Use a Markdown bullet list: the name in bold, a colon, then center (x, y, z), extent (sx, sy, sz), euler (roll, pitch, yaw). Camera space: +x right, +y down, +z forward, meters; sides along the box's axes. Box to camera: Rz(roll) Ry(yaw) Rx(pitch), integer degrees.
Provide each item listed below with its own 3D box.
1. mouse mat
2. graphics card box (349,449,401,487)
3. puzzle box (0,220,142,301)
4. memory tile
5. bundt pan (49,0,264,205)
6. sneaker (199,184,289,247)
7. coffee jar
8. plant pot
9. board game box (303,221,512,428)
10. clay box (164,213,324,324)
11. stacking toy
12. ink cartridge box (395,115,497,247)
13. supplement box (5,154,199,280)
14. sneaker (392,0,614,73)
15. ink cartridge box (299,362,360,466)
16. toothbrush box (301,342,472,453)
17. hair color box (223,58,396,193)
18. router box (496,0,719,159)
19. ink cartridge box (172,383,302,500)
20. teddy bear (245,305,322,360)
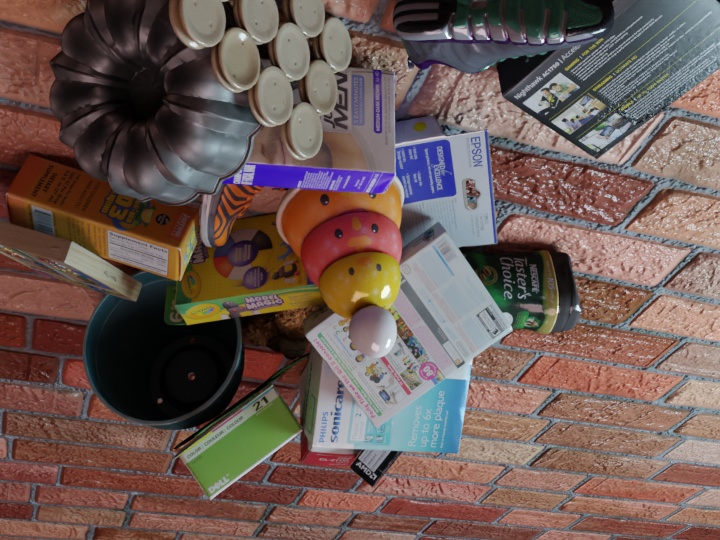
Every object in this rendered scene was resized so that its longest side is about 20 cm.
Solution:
- **mouse mat**: center (-0.154, 0.171, 1.181), extent (0.199, 0.008, 0.161), euler (-37, 177, -1)
- **graphics card box**: center (0.071, 0.218, 1.305), extent (0.201, 0.051, 0.125), euler (-54, 172, 8)
- **puzzle box**: center (-0.347, -0.012, 1.007), extent (0.131, 0.026, 0.200), euler (15, 169, 12)
- **memory tile**: center (-0.077, -0.204, 0.758), extent (0.017, 0.155, 0.200), euler (-1, 150, 33)
- **bundt pan**: center (-0.185, -0.156, 0.767), extent (0.199, 0.205, 0.076), euler (-15, -178, 16)
- **sneaker**: center (-0.117, -0.091, 0.967), extent (0.110, 0.078, 0.201), euler (6, 143, -11)
- **coffee jar**: center (0.181, 0.027, 1.133), extent (0.197, 0.105, 0.086), euler (0, 144, -6)
- **plant pot**: center (-0.239, 0.122, 1.166), extent (0.197, 0.203, 0.188), euler (-4, 159, 1)
- **board game box**: center (0.054, 0.063, 1.027), extent (0.199, 0.064, 0.148), euler (-35, 105, 3)
- **clay box**: center (-0.144, -0.004, 1.054), extent (0.197, 0.116, 0.048), euler (-9, 144, 6)
- **stacking toy**: center (0.000, 0.000, 0.917), extent (0.144, 0.202, 0.147), euler (-13, 147, -9)
- **ink cartridge box**: center (0.052, -0.090, 1.015), extent (0.197, 0.047, 0.199), euler (-10, 143, 5)
- **supplement box**: center (-0.280, -0.057, 0.970), extent (0.197, 0.067, 0.069), euler (18, 142, -4)
- **sneaker**: center (0.132, -0.222, 0.817), extent (0.197, 0.075, 0.088), euler (5, 157, 15)
- **ink cartridge box**: center (-0.026, 0.177, 1.286), extent (0.082, 0.147, 0.201), euler (9, 143, -16)
- **toothbrush box**: center (0.032, 0.147, 1.129), extent (0.197, 0.149, 0.085), euler (7, -172, -14)
- **hair color box**: center (-0.066, -0.142, 0.862), extent (0.197, 0.111, 0.065), euler (2, 165, -10)
- **router box**: center (0.254, -0.211, 0.854), extent (0.148, 0.052, 0.200), euler (24, 136, -30)
- **ink cartridge box**: center (-0.149, 0.213, 1.096), extent (0.147, 0.076, 0.200), euler (-35, 178, -9)
- **teddy bear**: center (-0.079, 0.059, 1.164), extent (0.144, 0.067, 0.200), euler (-21, 159, -50)
